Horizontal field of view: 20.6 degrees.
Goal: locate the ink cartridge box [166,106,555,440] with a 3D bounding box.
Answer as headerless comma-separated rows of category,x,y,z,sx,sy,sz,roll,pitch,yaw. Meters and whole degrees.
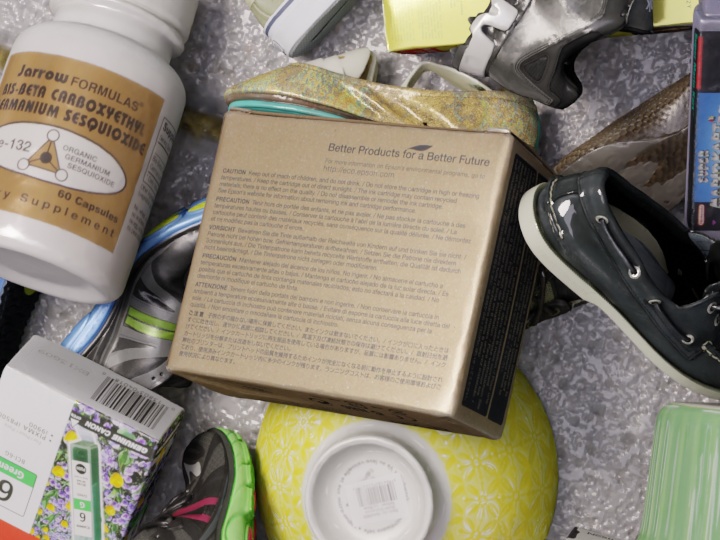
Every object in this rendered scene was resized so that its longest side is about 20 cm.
ink cartridge box,0.000,0.000,1.154,0.198,0.075,0.166,8,78,32

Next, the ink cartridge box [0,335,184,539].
ink cartridge box,-0.196,0.152,1.264,0.108,0.050,0.201,25,118,5

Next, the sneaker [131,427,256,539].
sneaker,-0.106,0.162,1.202,0.083,0.201,0.077,2,120,-1

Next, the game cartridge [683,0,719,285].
game cartridge,0.252,-0.083,1.129,0.128,0.038,0.202,-1,116,3

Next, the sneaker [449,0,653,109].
sneaker,0.137,-0.177,1.105,0.090,0.066,0.201,34,105,8

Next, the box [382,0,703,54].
box,0.116,-0.161,1.180,0.198,0.075,0.051,-3,94,14

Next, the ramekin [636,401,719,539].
ramekin,0.253,0.128,1.109,0.198,0.200,0.099,3,87,14

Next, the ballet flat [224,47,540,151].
ballet flat,0.016,-0.102,1.220,0.198,0.071,0.071,14,98,14

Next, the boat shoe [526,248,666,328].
boat shoe,0.092,0.008,1.192,0.199,0.066,0.072,-7,129,19

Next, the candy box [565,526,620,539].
candy box,0.178,0.221,1.129,0.166,0.200,0.072,15,98,12

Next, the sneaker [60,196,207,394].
sneaker,-0.128,0.031,1.265,0.082,0.071,0.200,38,108,2

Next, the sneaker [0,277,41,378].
sneaker,-0.256,0.024,1.295,0.078,0.066,0.202,22,100,15

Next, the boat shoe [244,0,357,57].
boat shoe,0.002,-0.218,1.206,0.062,0.072,0.200,46,106,4

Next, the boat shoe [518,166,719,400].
boat shoe,0.181,0.004,1.117,0.199,0.075,0.066,39,132,-20

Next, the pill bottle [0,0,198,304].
pill bottle,-0.170,-0.091,1.215,0.113,0.114,0.202,14,76,13

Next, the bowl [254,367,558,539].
bowl,0.018,0.133,1.212,0.198,0.108,0.203,1,95,14

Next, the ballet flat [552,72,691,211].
ballet flat,0.189,-0.085,1.186,0.199,0.047,0.067,-38,116,20
